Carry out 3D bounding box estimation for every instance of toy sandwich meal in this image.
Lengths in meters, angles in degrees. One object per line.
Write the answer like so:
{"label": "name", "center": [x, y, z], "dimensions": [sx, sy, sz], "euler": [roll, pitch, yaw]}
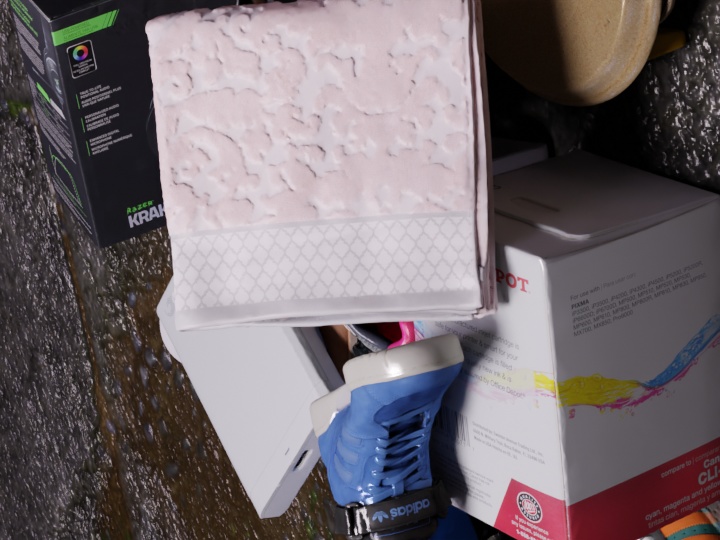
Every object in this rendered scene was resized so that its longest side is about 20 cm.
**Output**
{"label": "toy sandwich meal", "center": [0.121, -0.192, 1.288], "dimensions": [0.205, 0.070, 0.206], "euler": [33, 133, 42]}

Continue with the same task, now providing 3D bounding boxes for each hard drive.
{"label": "hard drive", "center": [-0.080, 0.061, 1.580], "dimensions": [0.200, 0.026, 0.132], "euler": [60, 136, 32]}

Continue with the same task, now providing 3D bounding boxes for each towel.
{"label": "towel", "center": [-0.023, -0.062, 1.250], "dimensions": [0.199, 0.032, 0.192], "euler": [-4, 91, 16]}

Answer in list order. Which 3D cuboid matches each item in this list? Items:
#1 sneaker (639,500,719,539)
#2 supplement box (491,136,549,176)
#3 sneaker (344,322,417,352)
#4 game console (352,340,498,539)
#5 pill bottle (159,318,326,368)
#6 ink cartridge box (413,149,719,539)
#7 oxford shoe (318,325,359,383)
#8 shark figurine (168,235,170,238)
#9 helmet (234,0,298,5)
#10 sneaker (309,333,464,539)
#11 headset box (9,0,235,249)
{"label": "sneaker", "center": [0.204, 0.192, 1.348], "dimensions": [0.200, 0.080, 0.072], "euler": [41, 143, 40]}
{"label": "supplement box", "center": [0.087, 0.013, 1.458], "dimensions": [0.109, 0.061, 0.201], "euler": [15, 118, 57]}
{"label": "sneaker", "center": [0.000, 0.000, 1.435], "dimensions": [0.200, 0.075, 0.081], "euler": [31, 113, 42]}
{"label": "game console", "center": [0.028, 0.168, 1.508], "dimensions": [0.171, 0.118, 0.200], "euler": [47, 171, 22]}
{"label": "pill bottle", "center": [-0.073, 0.053, 1.691], "dimensions": [0.200, 0.112, 0.113], "euler": [16, 120, 55]}
{"label": "ink cartridge box", "center": [0.129, 0.047, 1.326], "dimensions": [0.145, 0.144, 0.201], "euler": [24, 127, 52]}
{"label": "oxford shoe", "center": [-0.025, 0.010, 1.574], "dimensions": [0.071, 0.071, 0.201], "euler": [28, -126, -75]}
{"label": "shark figurine", "center": [-0.079, -0.061, 1.665], "dimensions": [0.214, 0.089, 0.129], "euler": [18, 120, 52]}
{"label": "helmet", "center": [-0.024, -0.129, 1.364], "dimensions": [0.200, 0.200, 0.191], "euler": [32, 94, 47]}
{"label": "sneaker", "center": [0.025, 0.111, 1.307], "dimensions": [0.200, 0.077, 0.112], "euler": [136, 120, -66]}
{"label": "headset box", "center": [-0.136, -0.145, 1.490], "dimensions": [0.093, 0.174, 0.200], "euler": [46, 151, 47]}
